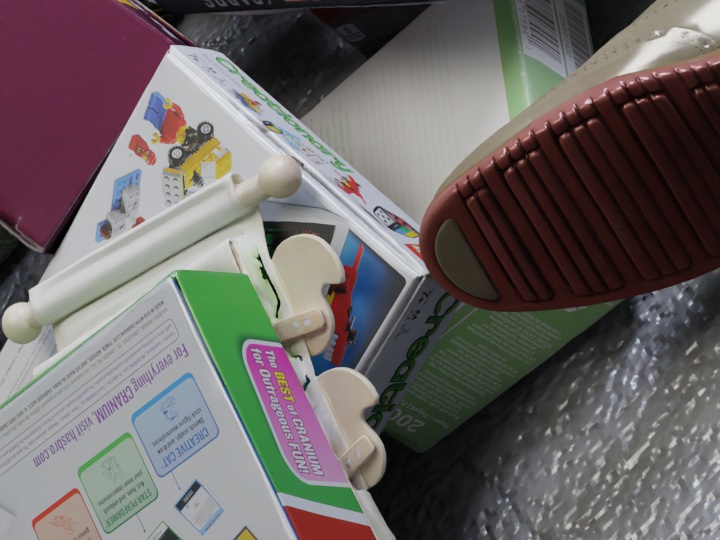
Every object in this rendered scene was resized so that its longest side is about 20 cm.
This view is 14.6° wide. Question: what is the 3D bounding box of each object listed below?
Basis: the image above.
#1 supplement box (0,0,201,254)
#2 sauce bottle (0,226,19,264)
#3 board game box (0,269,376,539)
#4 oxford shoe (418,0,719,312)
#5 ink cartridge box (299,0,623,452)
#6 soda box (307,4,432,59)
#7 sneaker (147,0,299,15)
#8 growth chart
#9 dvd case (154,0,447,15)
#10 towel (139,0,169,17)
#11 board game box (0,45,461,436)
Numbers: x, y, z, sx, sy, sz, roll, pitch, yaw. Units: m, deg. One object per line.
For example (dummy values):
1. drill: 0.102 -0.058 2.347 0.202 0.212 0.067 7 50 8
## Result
1. supplement box: -0.115 -0.070 1.026 0.086 0.110 0.200 -54 -4 3
2. sauce bottle: -0.197 -0.068 1.258 0.065 0.065 0.200 -47 33 12
3. board game box: -0.056 0.125 0.849 0.153 0.040 0.201 -36 70 27
4. oxford shoe: 0.106 -0.054 0.848 0.199 0.071 0.075 -27 32 5
5. ink cartridge box: 0.000 0.000 0.968 0.200 0.048 0.146 -40 36 30
6. soda box: 0.061 -0.142 0.973 0.199 0.070 0.064 -18 49 36
7. sneaker: -0.082 -0.157 1.095 0.199 0.071 0.073 27 46 37
8. growth chart: -0.047 0.076 0.880 0.144 0.018 0.202 -18 81 31
9. dvd case: 0.019 -0.174 0.965 0.150 0.025 0.201 3 57 50
10. towel: -0.179 -0.095 1.194 0.199 0.018 0.086 -23 30 -17
11. board game box: -0.061 0.045 0.921 0.126 0.035 0.201 42 112 27
